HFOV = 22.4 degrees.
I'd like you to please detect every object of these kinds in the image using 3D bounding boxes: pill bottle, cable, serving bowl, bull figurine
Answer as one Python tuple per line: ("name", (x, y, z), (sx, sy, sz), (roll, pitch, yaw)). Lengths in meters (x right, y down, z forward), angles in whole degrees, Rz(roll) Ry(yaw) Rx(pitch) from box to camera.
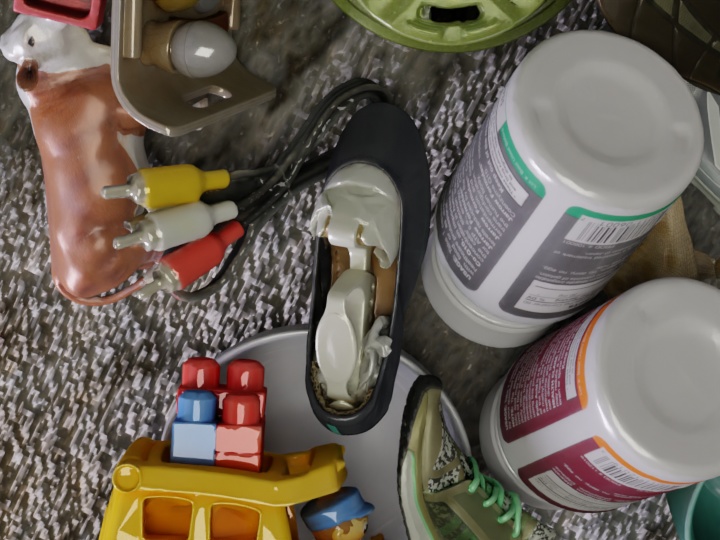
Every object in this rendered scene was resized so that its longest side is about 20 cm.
("pill bottle", (0.107, -0.039, 1.043), (0.113, 0.113, 0.200), (24, 149, -5))
("pill bottle", (0.149, 0.081, 1.072), (0.114, 0.200, 0.115), (5, 75, -17))
("cable", (-0.057, -0.043, 1.090), (0.200, 0.050, 0.097), (-24, 115, -17))
("serving bowl", (-0.027, 0.122, 1.173), (0.199, 0.066, 0.201), (1, 107, 2))
("bull figurine", (-0.151, -0.076, 1.115), (0.121, 0.065, 0.201), (-4, 113, -2))

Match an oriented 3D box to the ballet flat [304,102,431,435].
("ballet flat", (0.000, 0.000, 1.071), (0.073, 0.073, 0.201), (7, 94, 1))

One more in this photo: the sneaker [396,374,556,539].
("sneaker", (0.072, 0.149, 1.106), (0.088, 0.077, 0.200), (-10, 115, 5))

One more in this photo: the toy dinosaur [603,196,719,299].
("toy dinosaur", (0.191, 0.006, 1.085), (0.101, 0.058, 0.200), (19, 134, 21))

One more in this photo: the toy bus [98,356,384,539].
("toy bus", (-0.060, 0.152, 1.095), (0.199, 0.136, 0.193), (7, 92, -1))

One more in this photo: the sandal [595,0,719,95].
("sandal", (0.200, -0.147, 1.027), (0.200, 0.055, 0.082), (26, 109, -29))

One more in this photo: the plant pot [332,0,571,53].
("plant pot", (0.052, -0.201, 1.000), (0.199, 0.190, 0.201), (1, 107, 2))

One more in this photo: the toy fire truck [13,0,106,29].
("toy fire truck", (-0.144, -0.246, 1.020), (0.049, 0.141, 0.200), (12, 108, -1))

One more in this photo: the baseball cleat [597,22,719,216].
("baseball cleat", (0.225, -0.088, 1.090), (0.200, 0.070, 0.107), (35, 107, -9))

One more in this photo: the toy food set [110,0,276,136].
("toy food set", (-0.079, -0.186, 1.030), (0.060, 0.143, 0.201), (12, 109, 20))

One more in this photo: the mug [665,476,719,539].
("mug", (0.253, 0.136, 1.132), (0.185, 0.114, 0.152), (-42, 109, 15))
